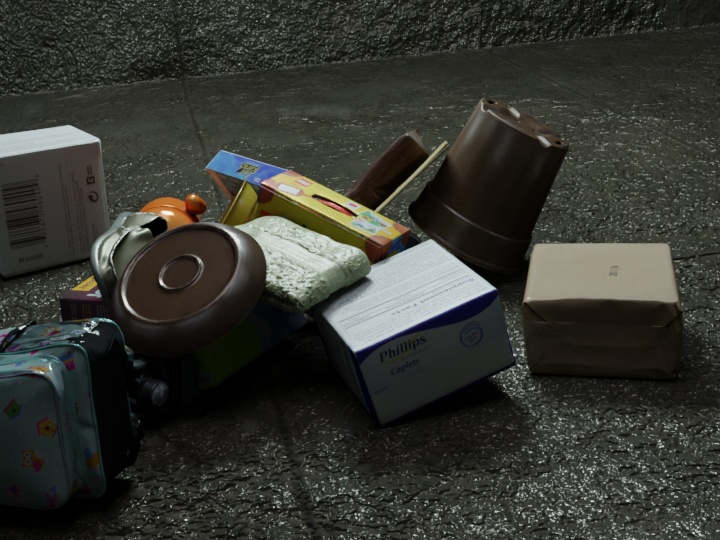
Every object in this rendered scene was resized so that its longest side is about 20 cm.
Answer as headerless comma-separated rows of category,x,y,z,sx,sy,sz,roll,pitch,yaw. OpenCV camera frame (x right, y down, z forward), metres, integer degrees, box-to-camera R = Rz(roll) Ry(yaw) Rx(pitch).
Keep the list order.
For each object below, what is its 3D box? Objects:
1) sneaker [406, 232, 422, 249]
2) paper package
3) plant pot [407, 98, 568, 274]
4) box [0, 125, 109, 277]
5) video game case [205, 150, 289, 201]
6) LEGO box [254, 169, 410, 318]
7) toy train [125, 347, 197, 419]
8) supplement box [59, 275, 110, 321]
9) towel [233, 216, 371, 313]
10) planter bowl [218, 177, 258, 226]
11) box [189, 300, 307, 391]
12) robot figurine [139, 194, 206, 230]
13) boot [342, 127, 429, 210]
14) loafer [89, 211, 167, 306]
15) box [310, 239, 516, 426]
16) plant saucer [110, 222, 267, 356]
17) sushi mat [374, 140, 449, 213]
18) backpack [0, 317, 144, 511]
sneaker,0.000,0.000,1.554,0.197,0.080,0.080,-16,15,0
paper package,0.300,0.045,1.341,0.187,0.105,0.200,1,22,13
plant pot,0.201,-0.133,1.596,0.198,0.200,0.201,24,20,-9
box,-0.542,-0.122,1.798,0.197,0.203,0.170,-14,22,-31
video game case,-0.135,-0.097,1.698,0.046,0.182,0.199,-49,38,-16
LEGO box,-0.049,-0.022,1.437,0.198,0.151,0.077,28,31,22
toy train,-0.289,0.123,1.283,0.197,0.087,0.113,9,13,34
supplement box,-0.283,0.061,1.427,0.196,0.087,0.110,3,22,18
towel,-0.100,-0.014,1.315,0.198,0.037,0.147,25,38,35
planter bowl,-0.185,-0.030,1.591,0.083,0.202,0.201,30,19,-8
box,-0.157,0.055,1.363,0.047,0.124,0.199,-17,9,36
robot figurine,-0.301,-0.051,1.661,0.141,0.119,0.200,-13,13,-3
boot,0.044,-0.123,1.663,0.064,0.200,0.186,44,5,17
loafer,-0.297,-0.026,1.397,0.068,0.076,0.201,-12,30,9
box,0.055,0.068,1.274,0.181,0.106,0.200,-23,24,-11
plant saucer,-0.207,0.012,1.257,0.197,0.032,0.202,-11,46,12
sushi mat,0.056,-0.115,1.562,0.200,0.012,0.096,-44,2,6
backpack,-0.342,0.147,1.086,0.196,0.179,0.153,0,16,21
